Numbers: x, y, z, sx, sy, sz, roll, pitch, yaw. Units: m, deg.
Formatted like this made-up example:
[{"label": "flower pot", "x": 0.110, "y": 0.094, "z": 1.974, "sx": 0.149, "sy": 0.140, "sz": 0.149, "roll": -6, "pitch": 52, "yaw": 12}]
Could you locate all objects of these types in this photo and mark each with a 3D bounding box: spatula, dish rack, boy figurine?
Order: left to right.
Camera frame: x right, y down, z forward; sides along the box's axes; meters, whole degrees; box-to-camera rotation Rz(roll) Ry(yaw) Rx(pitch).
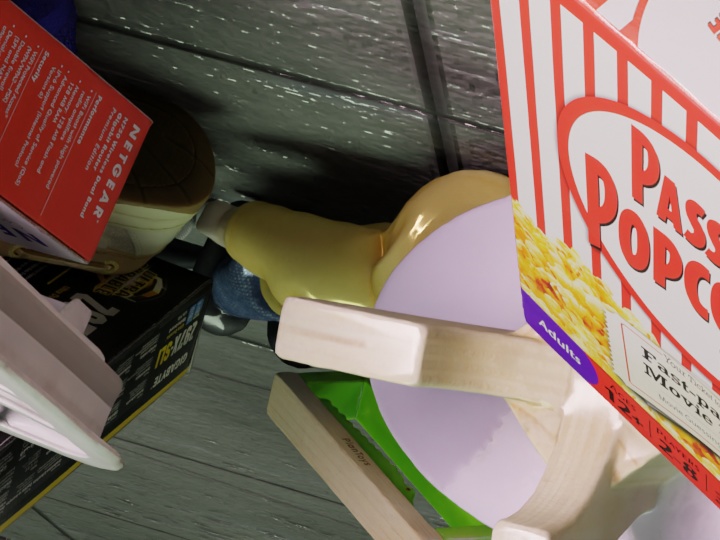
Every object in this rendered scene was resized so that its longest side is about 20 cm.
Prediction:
[{"label": "dish rack", "x": -0.167, "y": -0.009, "z": 0.836, "sx": 0.199, "sy": 0.044, "sz": 0.172, "roll": 19, "pitch": 167, "yaw": 20}, {"label": "spatula", "x": -0.062, "y": 0.004, "z": 1.183, "sx": 0.056, "sy": 0.021, "sz": 0.200, "roll": 5, "pitch": 171, "yaw": 23}, {"label": "boy figurine", "x": 0.000, "y": 0.000, "z": 1.054, "sx": 0.124, "sy": 0.065, "sz": 0.200, "roll": 23, "pitch": 166, "yaw": -21}]

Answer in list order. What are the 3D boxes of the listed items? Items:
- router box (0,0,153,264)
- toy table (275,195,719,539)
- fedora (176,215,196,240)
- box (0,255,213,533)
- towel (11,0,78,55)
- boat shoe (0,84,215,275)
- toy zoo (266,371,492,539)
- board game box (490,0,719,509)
[{"label": "router box", "x": -0.186, "y": -0.078, "z": 0.800, "sx": 0.199, "sy": 0.049, "sz": 0.179, "roll": 15, "pitch": 164, "yaw": 36}, {"label": "toy table", "x": 0.075, "y": 0.036, "z": 0.883, "sx": 0.199, "sy": 0.185, "sz": 0.117, "roll": -2, "pitch": 177, "yaw": 25}, {"label": "fedora", "x": -0.169, "y": -0.010, "z": 1.178, "sx": 0.176, "sy": 0.091, "sz": 0.199, "roll": 26, "pitch": 165, "yaw": -35}, {"label": "box", "x": -0.164, "y": 0.023, "z": 1.005, "sx": 0.159, "sy": 0.050, "sz": 0.200, "roll": 23, "pitch": -156, "yaw": 12}, {"label": "towel", "x": -0.161, "y": -0.099, "z": 0.877, "sx": 0.147, "sy": 0.050, "sz": 0.200, "roll": 17, "pitch": 168, "yaw": -2}, {"label": "boat shoe", "x": -0.154, "y": -0.039, "z": 1.004, "sx": 0.199, "sy": 0.074, "sz": 0.067, "roll": 16, "pitch": 136, "yaw": -16}, {"label": "toy zoo", "x": 0.077, "y": 0.078, "z": 1.144, "sx": 0.199, "sy": 0.021, "sz": 0.131, "roll": -1, "pitch": -152, "yaw": -31}, {"label": "board game box", "x": 0.101, "y": 0.000, "z": 0.697, "sx": 0.151, "sy": 0.046, "sz": 0.200, "roll": 44, "pitch": 164, "yaw": 26}]
